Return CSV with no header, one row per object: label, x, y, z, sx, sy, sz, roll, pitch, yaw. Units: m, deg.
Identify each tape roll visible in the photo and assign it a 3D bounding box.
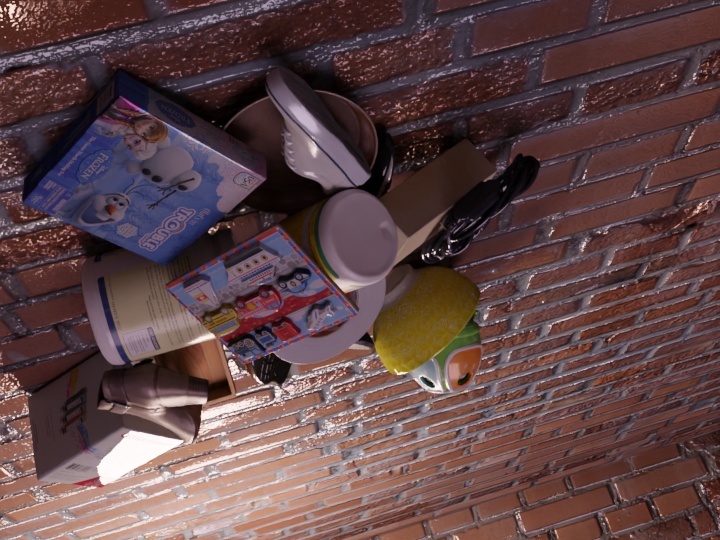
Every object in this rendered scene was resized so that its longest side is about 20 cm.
tape roll,-0.062,0.037,1.358,0.197,0.066,0.203,-19,132,-22

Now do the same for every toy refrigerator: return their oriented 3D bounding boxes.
toy refrigerator,0.085,-0.090,1.209,0.199,0.070,0.076,-37,167,-37

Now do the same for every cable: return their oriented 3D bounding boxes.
cable,0.165,-0.078,1.237,0.200,0.051,0.164,-43,170,-17

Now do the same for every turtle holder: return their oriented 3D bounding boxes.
turtle holder,0.128,0.144,1.646,0.182,0.135,0.140,-6,-176,28

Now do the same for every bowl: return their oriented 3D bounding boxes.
bowl,0.083,0.057,1.491,0.199,0.201,0.108,-36,107,30

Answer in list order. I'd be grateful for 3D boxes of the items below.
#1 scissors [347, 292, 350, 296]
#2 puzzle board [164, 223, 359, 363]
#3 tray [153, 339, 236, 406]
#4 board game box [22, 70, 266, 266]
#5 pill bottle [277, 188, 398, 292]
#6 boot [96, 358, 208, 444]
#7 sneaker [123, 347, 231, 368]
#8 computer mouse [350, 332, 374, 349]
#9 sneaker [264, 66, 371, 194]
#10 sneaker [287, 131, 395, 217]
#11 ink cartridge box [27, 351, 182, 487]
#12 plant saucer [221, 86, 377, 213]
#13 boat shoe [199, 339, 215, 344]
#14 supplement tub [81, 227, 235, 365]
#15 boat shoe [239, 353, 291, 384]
scissors,0.000,0.000,1.318,0.199,0.014,0.074,-38,135,-5
puzzle board,-0.120,0.036,1.111,0.198,0.018,0.151,-25,122,33
tray,-0.251,0.102,1.347,0.097,0.037,0.203,-15,114,-6
board game box,-0.242,-0.104,1.054,0.197,0.044,0.199,26,131,-38
pill bottle,-0.053,-0.021,1.153,0.111,0.115,0.199,4,165,-36
boot,-0.288,0.182,1.284,0.143,0.071,0.201,5,145,-13
sneaker,-0.270,0.106,1.447,0.198,0.076,0.116,0,139,-47
computer mouse,-0.081,0.091,1.498,0.197,0.047,0.140,-1,165,35
sneaker,-0.057,-0.141,1.028,0.070,0.074,0.200,-30,142,12
sneaker,-0.029,-0.102,1.203,0.086,0.077,0.201,13,136,-27
ink cartridge box,-0.408,0.238,1.501,0.198,0.147,0.145,-29,150,21
plant saucer,-0.078,-0.146,1.106,0.196,0.035,0.202,-9,144,-7
boat shoe,-0.170,0.052,1.405,0.198,0.060,0.073,-17,112,-11
supplement tub,-0.249,0.029,1.222,0.196,0.147,0.146,-15,153,-5
boat shoe,-0.163,0.137,1.476,0.073,0.077,0.200,22,168,12
